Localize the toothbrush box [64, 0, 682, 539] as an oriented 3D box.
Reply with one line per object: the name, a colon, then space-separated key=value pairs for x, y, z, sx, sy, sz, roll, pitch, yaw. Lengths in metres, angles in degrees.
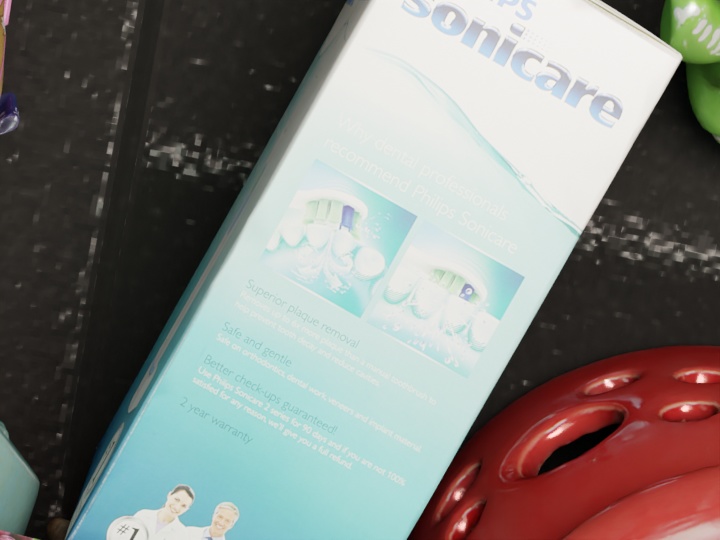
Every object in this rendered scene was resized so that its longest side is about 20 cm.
toothbrush box: x=0.000 y=0.000 z=0.730 sx=0.085 sy=0.146 sz=0.200 roll=28 pitch=94 yaw=-5

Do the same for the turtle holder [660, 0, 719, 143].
turtle holder: x=0.147 y=-0.108 z=0.723 sx=0.131 sy=0.141 sz=0.186 roll=-2 pitch=96 yaw=-2

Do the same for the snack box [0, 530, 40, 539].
snack box: x=-0.060 y=0.173 z=0.691 sx=0.142 sy=0.053 sz=0.201 roll=14 pitch=126 yaw=3

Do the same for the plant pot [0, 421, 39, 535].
plant pot: x=-0.191 y=0.061 z=0.714 sx=0.161 sy=0.201 sz=0.201 roll=-37 pitch=96 yaw=-9

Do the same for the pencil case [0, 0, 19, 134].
pencil case: x=-0.204 y=-0.073 z=0.742 sx=0.199 sy=0.087 sz=0.083 roll=-4 pitch=54 yaw=0

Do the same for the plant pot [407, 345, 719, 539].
plant pot: x=0.109 y=0.134 z=0.732 sx=0.200 sy=0.183 sz=0.201 roll=0 pitch=99 yaw=-2

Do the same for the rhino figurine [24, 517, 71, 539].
rhino figurine: x=-0.076 y=0.173 z=0.784 sx=0.060 sy=0.087 sz=0.201 roll=-27 pitch=100 yaw=-38
